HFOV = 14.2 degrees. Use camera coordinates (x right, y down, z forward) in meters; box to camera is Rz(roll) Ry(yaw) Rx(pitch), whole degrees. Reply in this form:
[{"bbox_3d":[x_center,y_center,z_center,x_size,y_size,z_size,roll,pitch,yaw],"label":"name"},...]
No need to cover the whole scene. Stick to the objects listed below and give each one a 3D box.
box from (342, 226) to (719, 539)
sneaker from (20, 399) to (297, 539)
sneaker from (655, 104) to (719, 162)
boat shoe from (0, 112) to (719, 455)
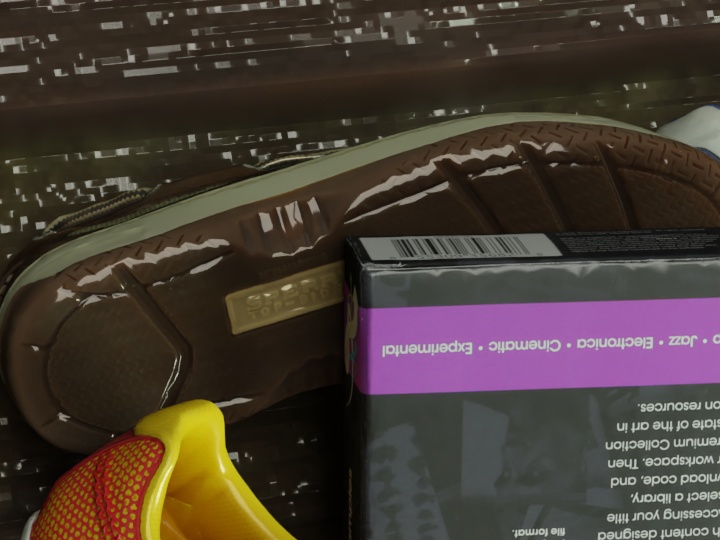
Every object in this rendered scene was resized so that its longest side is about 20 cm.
[{"bbox_3d":[0.066,0.089,0.743,0.142,0.036,0.201,-1,104,-9],"label":"box"},{"bbox_3d":[0.000,0.119,0.685,0.200,0.077,0.073,47,26,0],"label":"sneaker"},{"bbox_3d":[0.170,0.001,0.830,0.199,0.075,0.089,9,77,-20],"label":"sneaker"},{"bbox_3d":[-0.001,-0.006,0.764,0.201,0.075,0.075,-7,107,-15],"label":"boat shoe"}]
